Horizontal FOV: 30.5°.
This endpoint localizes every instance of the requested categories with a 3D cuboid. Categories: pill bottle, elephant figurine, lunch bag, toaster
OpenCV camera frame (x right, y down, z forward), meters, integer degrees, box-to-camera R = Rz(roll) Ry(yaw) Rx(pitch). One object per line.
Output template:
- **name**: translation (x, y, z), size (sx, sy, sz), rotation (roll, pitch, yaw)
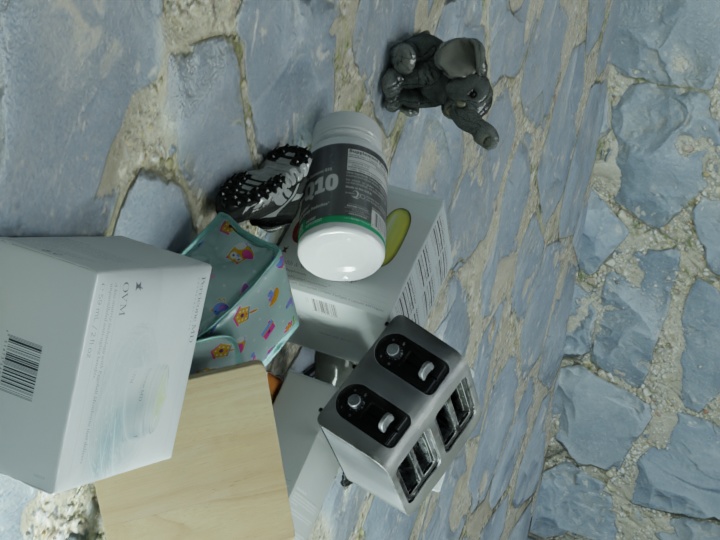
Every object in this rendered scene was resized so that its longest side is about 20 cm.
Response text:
- **pill bottle**: translation (-0.021, -0.098, 1.691), size (0.114, 0.111, 0.202), rotation (79, 11, -53)
- **elephant figurine**: translation (0.142, -0.270, 1.950), size (0.141, 0.197, 0.158), rotation (0, 106, -70)
- **lunch bag**: translation (-0.168, 0.068, 1.478), size (0.201, 0.121, 0.171), rotation (-51, 156, -25)
- **toaster**: translation (0.051, 0.190, 1.661), size (0.181, 0.118, 0.201), rotation (-50, 149, -20)

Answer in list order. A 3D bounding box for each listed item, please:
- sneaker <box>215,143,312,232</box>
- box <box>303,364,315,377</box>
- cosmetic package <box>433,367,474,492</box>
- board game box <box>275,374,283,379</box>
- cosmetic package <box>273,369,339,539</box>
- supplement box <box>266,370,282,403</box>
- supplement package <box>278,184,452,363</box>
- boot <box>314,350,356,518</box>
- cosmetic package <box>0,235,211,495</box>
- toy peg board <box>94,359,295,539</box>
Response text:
- **sneaker**: translation (-0.113, -0.080, 1.589), size (0.200, 0.065, 0.092), rotation (-46, 144, -58)
- **box**: translation (-0.076, 0.249, 1.980), size (0.157, 0.049, 0.203), rotation (-34, 136, -62)
- **cosmetic package**: translation (0.065, 0.227, 2.107), size (0.166, 0.165, 0.203), rotation (164, -57, -81)
- **board game box**: translation (-0.116, 0.261, 1.825), size (0.121, 0.032, 0.203), rotation (-105, -166, -59)
- **cosmetic package**: translation (-0.082, 0.242, 1.688), size (0.202, 0.089, 0.107), rotation (-67, 153, -19)
- **supplement box**: translation (-0.167, 0.220, 1.676), size (0.069, 0.066, 0.203), rotation (41, 66, -69)
- **supplement package**: translation (0.000, 0.000, 1.780), size (0.148, 0.189, 0.202), rotation (77, 34, -53)
- **boot**: translation (-0.058, 0.220, 1.807), size (0.201, 0.071, 0.184), rotation (-62, 155, -45)
- **cosmetic package**: translation (-0.252, 0.079, 1.227), size (0.199, 0.121, 0.203), rotation (-7, 111, -68)
- **toy peg board**: translation (-0.189, 0.206, 1.431), size (0.098, 0.197, 0.202), rotation (-145, -136, -74)
